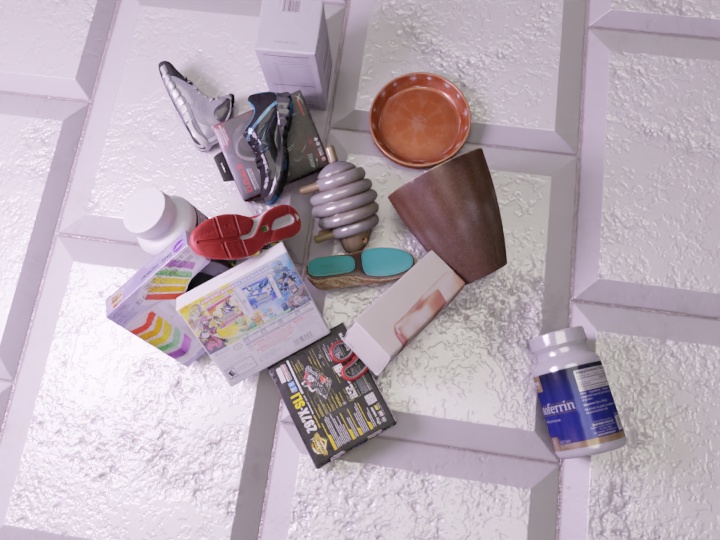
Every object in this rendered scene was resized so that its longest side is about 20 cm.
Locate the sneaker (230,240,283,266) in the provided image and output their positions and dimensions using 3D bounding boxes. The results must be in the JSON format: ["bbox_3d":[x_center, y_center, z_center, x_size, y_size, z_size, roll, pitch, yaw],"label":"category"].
[{"bbox_3d":[-0.180,-0.025,1.150,0.076,0.075,0.201,36,86,-4],"label":"sneaker"}]

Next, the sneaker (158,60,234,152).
[{"bbox_3d":[-0.313,-0.342,1.238,0.115,0.075,0.201,-27,86,-10],"label":"sneaker"}]

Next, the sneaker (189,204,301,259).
[{"bbox_3d":[-0.205,-0.050,1.042,0.199,0.115,0.079,-13,84,-37],"label":"sneaker"}]

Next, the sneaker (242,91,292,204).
[{"bbox_3d":[-0.167,-0.217,1.104,0.081,0.073,0.202,4,84,-3],"label":"sneaker"}]

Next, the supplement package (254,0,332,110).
[{"bbox_3d":[-0.120,-0.402,1.171,0.113,0.200,0.111,6,76,3],"label":"supplement package"}]

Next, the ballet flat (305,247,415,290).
[{"bbox_3d":[0.000,0.000,1.130,0.198,0.065,0.071,-2,59,2],"label":"ballet flat"}]

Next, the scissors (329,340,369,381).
[{"bbox_3d":[0.026,0.111,1.093,0.073,0.014,0.200,45,61,9],"label":"scissors"}]

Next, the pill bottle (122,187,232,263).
[{"bbox_3d":[-0.314,-0.061,1.081,0.110,0.200,0.112,-8,66,18],"label":"pill bottle"}]

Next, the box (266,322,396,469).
[{"bbox_3d":[-0.050,0.215,1.084,0.159,0.049,0.201,-29,76,-2],"label":"box"}]

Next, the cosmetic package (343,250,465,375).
[{"bbox_3d":[0.075,0.071,1.059,0.087,0.104,0.200,45,64,10],"label":"cosmetic package"}]

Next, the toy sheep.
[{"bbox_3d":[-0.033,-0.127,1.131,0.137,0.138,0.202,-18,104,-2],"label":"toy sheep"}]

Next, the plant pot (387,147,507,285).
[{"bbox_3d":[0.174,-0.082,1.100,0.186,0.187,0.201,-26,90,-4],"label":"plant pot"}]

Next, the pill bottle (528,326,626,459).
[{"bbox_3d":[0.355,0.201,1.034,0.115,0.116,0.202,-13,74,-1],"label":"pill bottle"}]

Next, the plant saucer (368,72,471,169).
[{"bbox_3d":[0.116,-0.292,1.218,0.198,0.032,0.202,-1,75,3],"label":"plant saucer"}]

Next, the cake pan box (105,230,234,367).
[{"bbox_3d":[-0.292,0.051,1.054,0.200,0.184,0.052,-38,40,8],"label":"cake pan box"}]

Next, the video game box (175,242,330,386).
[{"bbox_3d":[-0.176,0.076,1.043,0.199,0.183,0.047,-28,33,-4],"label":"video game box"}]

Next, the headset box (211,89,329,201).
[{"bbox_3d":[-0.175,-0.227,1.171,0.199,0.075,0.150,-23,96,-3],"label":"headset box"}]
